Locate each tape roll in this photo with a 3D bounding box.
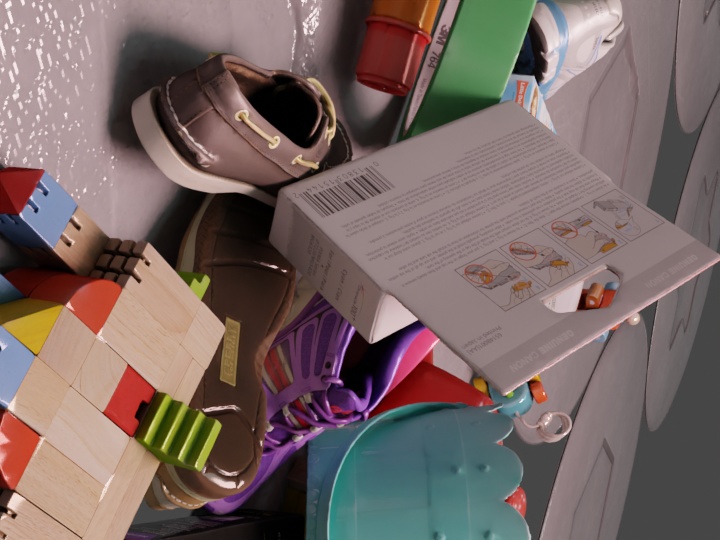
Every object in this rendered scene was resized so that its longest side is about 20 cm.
[{"bbox_3d":[0.077,-0.159,0.853,0.200,0.048,0.202,-160,-90,-86],"label":"tape roll"}]

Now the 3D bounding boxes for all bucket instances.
[{"bbox_3d":[0.032,0.188,0.781,0.207,0.133,0.210,179,-90,-89],"label":"bucket"}]

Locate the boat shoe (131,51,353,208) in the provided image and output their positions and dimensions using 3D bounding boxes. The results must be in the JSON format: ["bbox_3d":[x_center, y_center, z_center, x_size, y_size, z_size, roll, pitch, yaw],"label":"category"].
[{"bbox_3d":[-0.047,-0.080,0.670,0.200,0.059,0.072,2,60,-65],"label":"boat shoe"}]

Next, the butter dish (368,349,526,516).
[{"bbox_3d":[0.067,0.184,1.000,0.199,0.146,0.202,-45,142,-53],"label":"butter dish"}]

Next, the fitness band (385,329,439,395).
[{"bbox_3d":[0.039,0.045,0.874,0.143,0.038,0.200,-36,-178,13],"label":"fitness band"}]

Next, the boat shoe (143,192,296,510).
[{"bbox_3d":[-0.089,0.035,0.662,0.071,0.076,0.202,34,47,-30],"label":"boat shoe"}]

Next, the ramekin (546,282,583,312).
[{"bbox_3d":[0.163,-0.004,1.190,0.202,0.093,0.204,-46,143,-51],"label":"ramekin"}]

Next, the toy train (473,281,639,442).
[{"bbox_3d":[0.198,0.079,1.263,0.201,0.149,0.056,-58,135,-29],"label":"toy train"}]

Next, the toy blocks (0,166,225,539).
[{"bbox_3d":[-0.142,0.051,0.530,0.137,0.099,0.202,53,52,-47],"label":"toy blocks"}]

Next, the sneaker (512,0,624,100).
[{"bbox_3d":[0.164,-0.181,0.949,0.200,0.086,0.076,-109,178,-87],"label":"sneaker"}]

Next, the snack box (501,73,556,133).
[{"bbox_3d":[0.126,-0.076,0.966,0.200,0.037,0.118,25,75,-74],"label":"snack box"}]

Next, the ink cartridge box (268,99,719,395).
[{"bbox_3d":[0.077,-0.011,0.679,0.199,0.176,0.045,-25,145,-37],"label":"ink cartridge box"}]

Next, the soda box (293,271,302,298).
[{"bbox_3d":[0.000,0.000,0.842,0.200,0.067,0.064,-41,139,-54],"label":"soda box"}]

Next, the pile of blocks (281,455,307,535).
[{"bbox_3d":[-0.042,0.245,0.887,0.082,0.062,0.203,-6,107,-66],"label":"pile of blocks"}]

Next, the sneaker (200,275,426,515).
[{"bbox_3d":[-0.036,0.071,0.703,0.080,0.084,0.200,32,104,-38],"label":"sneaker"}]

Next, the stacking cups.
[{"bbox_3d":[0.040,-0.224,0.827,0.060,0.060,0.202,17,92,-67],"label":"stacking cups"}]

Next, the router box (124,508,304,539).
[{"bbox_3d":[-0.093,0.248,0.698,0.149,0.051,0.203,9,80,-58],"label":"router box"}]
